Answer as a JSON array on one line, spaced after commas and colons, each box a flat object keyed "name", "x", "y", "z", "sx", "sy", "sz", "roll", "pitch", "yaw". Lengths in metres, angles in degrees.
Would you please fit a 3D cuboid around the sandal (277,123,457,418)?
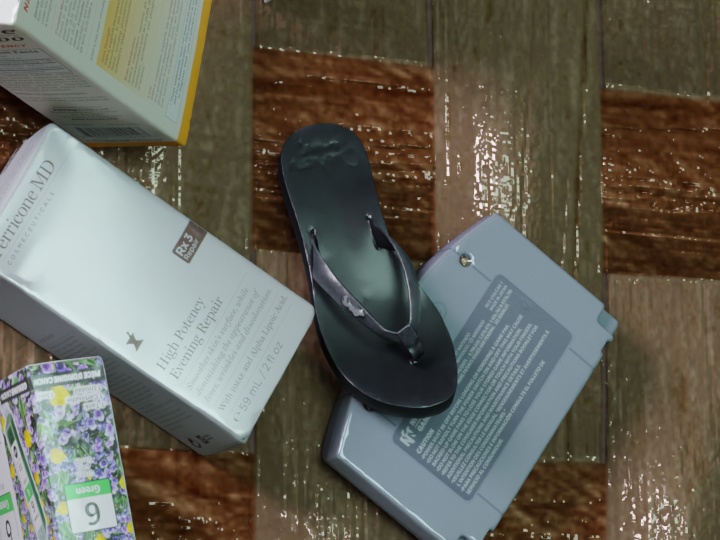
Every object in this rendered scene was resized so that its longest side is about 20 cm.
[{"name": "sandal", "x": -0.001, "y": 0.000, "z": 1.817, "sx": 0.076, "sy": 0.043, "sz": 0.201, "roll": -20, "pitch": 74, "yaw": -17}]

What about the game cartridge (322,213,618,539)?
[{"name": "game cartridge", "x": 0.065, "y": 0.070, "z": 1.862, "sx": 0.133, "sy": 0.040, "sz": 0.200, "roll": 42, "pitch": 66, "yaw": -15}]

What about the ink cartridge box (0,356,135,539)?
[{"name": "ink cartridge box", "x": -0.169, "y": 0.157, "z": 1.696, "sx": 0.050, "sy": 0.109, "sz": 0.201, "roll": -7, "pitch": 82, "yaw": -25}]

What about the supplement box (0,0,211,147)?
[{"name": "supplement box", "x": -0.168, "y": -0.163, "z": 1.726, "sx": 0.200, "sy": 0.073, "sz": 0.127, "roll": 37, "pitch": 58, "yaw": -58}]

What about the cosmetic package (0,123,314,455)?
[{"name": "cosmetic package", "x": -0.138, "y": 0.013, "z": 1.762, "sx": 0.200, "sy": 0.074, "sz": 0.102, "roll": 35, "pitch": 67, "yaw": -15}]

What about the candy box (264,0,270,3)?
[{"name": "candy box", "x": -0.070, "y": -0.278, "z": 1.800, "sx": 0.200, "sy": 0.168, "sz": 0.072, "roll": 49, "pitch": 65, "yaw": -7}]
